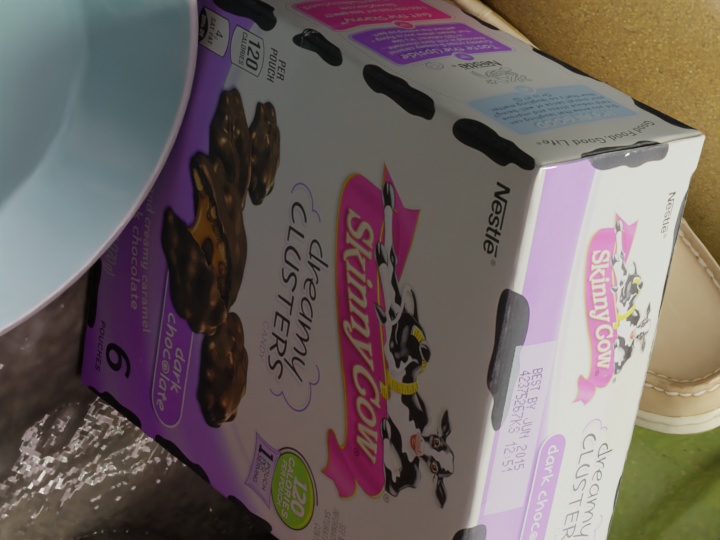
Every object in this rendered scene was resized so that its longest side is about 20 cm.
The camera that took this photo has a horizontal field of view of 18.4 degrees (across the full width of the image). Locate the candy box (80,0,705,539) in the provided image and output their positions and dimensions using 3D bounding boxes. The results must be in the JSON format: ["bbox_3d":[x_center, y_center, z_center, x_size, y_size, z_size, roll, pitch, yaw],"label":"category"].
[{"bbox_3d":[0.000,0.000,0.712,0.071,0.200,0.168,-12,122,-39],"label":"candy box"}]

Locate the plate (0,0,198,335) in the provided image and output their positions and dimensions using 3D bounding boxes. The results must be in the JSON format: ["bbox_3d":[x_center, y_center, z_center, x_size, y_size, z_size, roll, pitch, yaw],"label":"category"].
[{"bbox_3d":[-0.141,-0.053,0.657,0.200,0.026,0.201,-21,134,-23],"label":"plate"}]

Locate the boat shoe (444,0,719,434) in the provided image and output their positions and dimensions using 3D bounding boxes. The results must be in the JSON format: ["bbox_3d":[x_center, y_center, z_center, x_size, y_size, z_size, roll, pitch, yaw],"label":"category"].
[{"bbox_3d":[0.057,-0.028,0.745,0.074,0.200,0.069,-40,157,-15],"label":"boat shoe"}]

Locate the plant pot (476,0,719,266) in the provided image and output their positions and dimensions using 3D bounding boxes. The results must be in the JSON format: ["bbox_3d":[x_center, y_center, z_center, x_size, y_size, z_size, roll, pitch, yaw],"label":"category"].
[{"bbox_3d":[0.126,-0.106,0.810,0.200,0.186,0.187,31,91,-31],"label":"plant pot"}]

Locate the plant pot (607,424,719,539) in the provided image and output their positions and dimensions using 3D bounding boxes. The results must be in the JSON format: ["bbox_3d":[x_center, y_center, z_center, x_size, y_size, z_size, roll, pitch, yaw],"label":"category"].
[{"bbox_3d":[0.075,0.077,0.823,0.200,0.184,0.201,-38,158,-18],"label":"plant pot"}]
